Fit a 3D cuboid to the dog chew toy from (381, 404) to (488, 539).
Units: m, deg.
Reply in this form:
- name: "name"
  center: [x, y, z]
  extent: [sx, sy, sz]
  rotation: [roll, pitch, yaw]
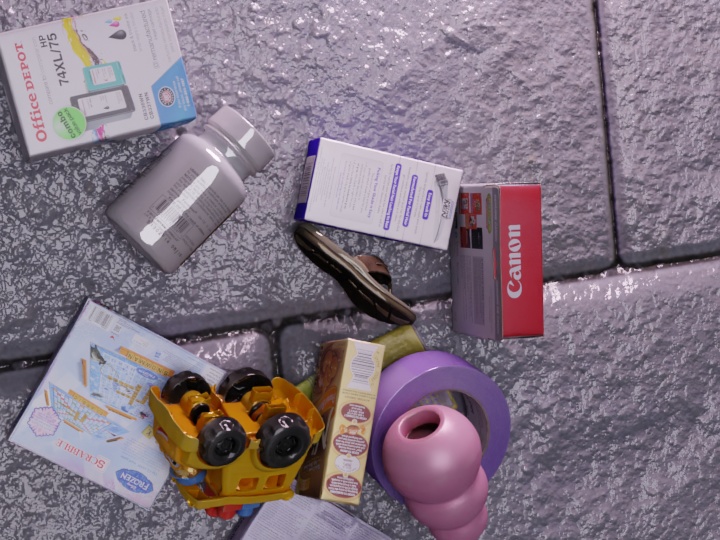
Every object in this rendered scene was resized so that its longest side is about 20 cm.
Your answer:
- name: "dog chew toy"
  center: [0.104, 0.265, 1.651]
  extent: [0.124, 0.125, 0.200]
  rotation: [-31, 122, -13]

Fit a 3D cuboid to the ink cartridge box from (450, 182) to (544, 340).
- name: "ink cartridge box"
  center: [0.183, -0.013, 1.708]
  extent: [0.084, 0.176, 0.200]
  rotation: [-3, 94, -16]

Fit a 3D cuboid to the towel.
- name: "towel"
  center: [0.018, 0.171, 1.749]
  extent: [0.200, 0.023, 0.144]
  rotation: [-26, 101, -14]

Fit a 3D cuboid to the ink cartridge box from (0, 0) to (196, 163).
- name: "ink cartridge box"
  center: [-0.317, -0.222, 1.563]
  extent: [0.200, 0.146, 0.147]
  rotation: [-16, 97, -15]

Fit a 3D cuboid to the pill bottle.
- name: "pill bottle"
  center: [-0.206, -0.102, 1.619]
  extent: [0.200, 0.114, 0.114]
  rotation: [-46, 104, -9]

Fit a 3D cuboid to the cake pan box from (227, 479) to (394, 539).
- name: "cake pan box"
  center: [-0.076, 0.384, 1.718]
  extent: [0.200, 0.052, 0.184]
  rotation: [33, 86, -15]

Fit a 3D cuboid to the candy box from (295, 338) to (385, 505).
- name: "candy box"
  center: [-0.026, 0.189, 1.654]
  extent: [0.055, 0.115, 0.200]
  rotation: [13, 80, -16]

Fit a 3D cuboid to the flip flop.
- name: "flip flop"
  center: [0.000, 0.000, 1.713]
  extent: [0.200, 0.081, 0.058]
  rotation: [42, 67, -9]

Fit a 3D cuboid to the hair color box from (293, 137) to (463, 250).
- name: "hair color box"
  center: [0.024, -0.098, 1.715]
  extent: [0.200, 0.065, 0.109]
  rotation: [12, 89, -15]

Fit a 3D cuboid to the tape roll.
- name: "tape roll"
  center: [0.095, 0.210, 1.729]
  extent: [0.200, 0.066, 0.200]
  rotation: [-6, 107, -21]

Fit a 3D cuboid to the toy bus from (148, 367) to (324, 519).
- name: "toy bus"
  center: [-0.170, 0.231, 1.624]
  extent: [0.200, 0.136, 0.192]
  rotation: [2, 119, -36]

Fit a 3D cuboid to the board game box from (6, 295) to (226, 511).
- name: "board game box"
  center: [-0.302, 0.166, 1.643]
  extent: [0.200, 0.041, 0.200]
  rotation: [31, 84, -16]
